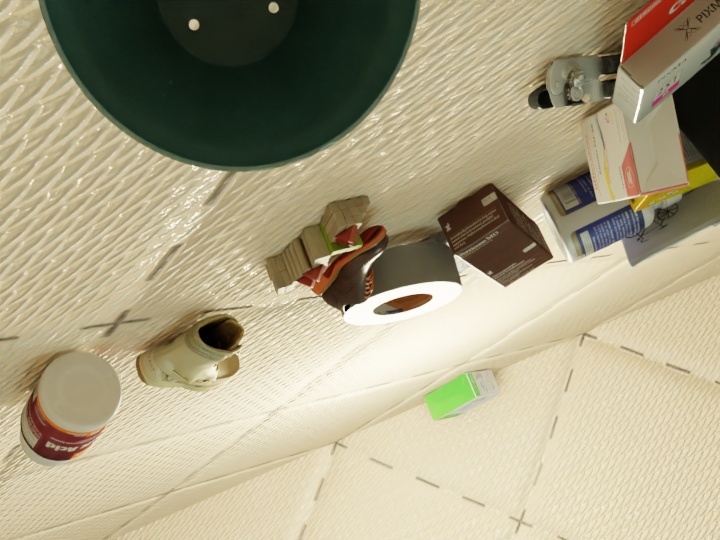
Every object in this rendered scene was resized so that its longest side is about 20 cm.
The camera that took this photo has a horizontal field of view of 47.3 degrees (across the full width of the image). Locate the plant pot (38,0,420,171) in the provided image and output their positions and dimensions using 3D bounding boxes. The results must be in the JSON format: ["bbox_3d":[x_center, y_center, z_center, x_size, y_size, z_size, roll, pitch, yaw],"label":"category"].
[{"bbox_3d":[-0.075,-0.169,0.481,0.197,0.203,0.135,-21,-163,-5],"label":"plant pot"}]

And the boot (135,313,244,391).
[{"bbox_3d":[-0.226,0.126,1.276,0.154,0.074,0.199,-30,156,30],"label":"boot"}]

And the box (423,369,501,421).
[{"bbox_3d":[0.351,0.428,2.835,0.199,0.098,0.175,-36,156,32],"label":"box"}]

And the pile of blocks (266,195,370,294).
[{"bbox_3d":[-0.050,-0.020,1.095,0.081,0.063,0.199,-3,154,-47],"label":"pile of blocks"}]

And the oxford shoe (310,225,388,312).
[{"bbox_3d":[0.000,0.000,1.165,0.071,0.072,0.200,-48,-177,-32],"label":"oxford shoe"}]

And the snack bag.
[{"bbox_3d":[0.494,-0.111,1.342,0.187,0.202,0.021,-31,126,27],"label":"snack bag"}]

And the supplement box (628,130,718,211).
[{"bbox_3d":[0.479,-0.185,1.204,0.197,0.110,0.110,-21,162,-6],"label":"supplement box"}]

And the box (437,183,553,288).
[{"bbox_3d":[0.212,-0.049,1.266,0.099,0.076,0.199,-33,148,21],"label":"box"}]

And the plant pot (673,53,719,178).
[{"bbox_3d":[0.539,-0.231,1.035,0.196,0.202,0.178,-16,151,-18],"label":"plant pot"}]

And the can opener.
[{"bbox_3d":[0.285,-0.228,0.962,0.197,0.054,0.066,-14,-165,-24],"label":"can opener"}]

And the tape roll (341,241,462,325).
[{"bbox_3d":[0.060,0.024,1.307,0.196,0.067,0.201,-12,163,-4],"label":"tape roll"}]

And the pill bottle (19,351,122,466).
[{"bbox_3d":[-0.426,0.207,1.190,0.113,0.116,0.200,-9,157,-37],"label":"pill bottle"}]

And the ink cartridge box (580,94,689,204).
[{"bbox_3d":[0.342,-0.151,1.059,0.066,0.119,0.200,-12,180,-1],"label":"ink cartridge box"}]

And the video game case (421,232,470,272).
[{"bbox_3d":[0.179,-0.041,1.390,0.180,0.022,0.200,-25,161,5],"label":"video game case"}]

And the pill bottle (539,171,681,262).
[{"bbox_3d":[0.398,-0.107,1.309,0.197,0.121,0.120,-26,162,8],"label":"pill bottle"}]

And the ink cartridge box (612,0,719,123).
[{"bbox_3d":[0.355,-0.264,0.854,0.199,0.044,0.174,-41,162,1],"label":"ink cartridge box"}]
